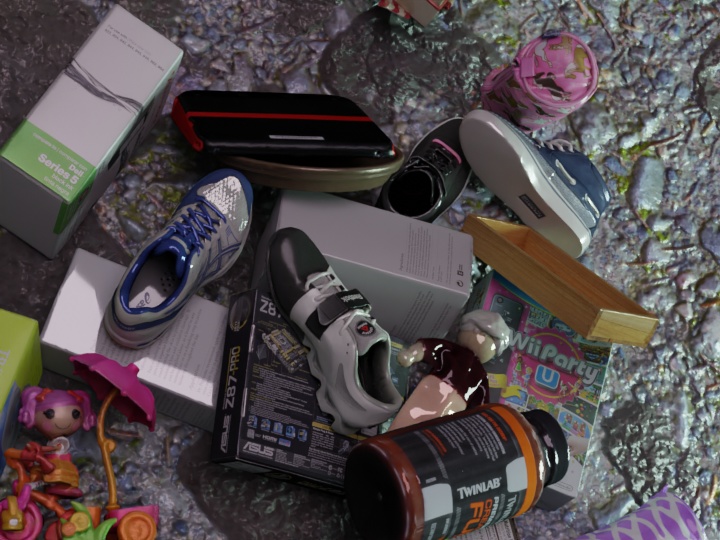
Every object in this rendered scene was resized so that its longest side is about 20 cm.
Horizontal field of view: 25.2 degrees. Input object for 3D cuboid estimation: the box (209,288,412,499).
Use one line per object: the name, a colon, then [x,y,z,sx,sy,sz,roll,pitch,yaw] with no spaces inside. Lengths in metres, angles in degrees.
box: [-0.042,0.121,1.515,0.199,0.049,0.163,20,69,-37]

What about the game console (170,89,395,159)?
game console: [-0.081,-0.141,1.599,0.198,0.177,0.031,0,113,-17]

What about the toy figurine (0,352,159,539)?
toy figurine: [-0.249,0.165,1.416,0.198,0.150,0.186,3,72,-19]

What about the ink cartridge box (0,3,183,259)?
ink cartridge box: [-0.263,-0.131,1.538,0.084,0.146,0.201,34,64,-2]

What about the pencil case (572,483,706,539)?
pencil case: [0.242,0.284,1.575,0.199,0.084,0.086,-18,52,-24]

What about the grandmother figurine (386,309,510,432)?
grandmother figurine: [0.079,0.114,1.538,0.122,0.060,0.200,51,60,-25]

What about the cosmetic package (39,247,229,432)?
cosmetic package: [-0.196,0.070,1.521,0.199,0.071,0.102,23,64,-8]

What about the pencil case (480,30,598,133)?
pencil case: [0.182,-0.191,1.676,0.083,0.200,0.087,-36,91,-8]

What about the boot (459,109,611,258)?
boot: [0.185,-0.112,1.699,0.200,0.072,0.091,50,54,-24]

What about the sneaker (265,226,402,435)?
sneaker: [-0.016,0.047,1.470,0.074,0.088,0.201,-29,95,-41]

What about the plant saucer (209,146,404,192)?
plant saucer: [-0.056,-0.111,1.593,0.198,0.200,0.030,1,106,-17]

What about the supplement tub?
supplement tub: [0.091,0.180,1.443,0.199,0.107,0.108,-13,73,-32]

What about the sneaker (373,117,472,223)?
sneaker: [0.075,-0.097,1.659,0.070,0.099,0.200,36,62,1]

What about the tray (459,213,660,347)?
tray: [0.194,0.010,1.607,0.098,0.037,0.200,10,22,-44]

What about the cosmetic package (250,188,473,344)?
cosmetic package: [0.000,0.000,1.584,0.198,0.108,0.085,17,49,-11]

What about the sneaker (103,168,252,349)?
sneaker: [-0.157,-0.016,1.470,0.075,0.088,0.201,33,69,-1]

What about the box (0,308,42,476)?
box: [-0.336,0.147,1.416,0.047,0.122,0.201,18,64,-1]

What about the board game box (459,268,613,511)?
board game box: [0.163,0.119,1.622,0.146,0.064,0.201,22,63,-8]

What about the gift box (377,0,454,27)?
gift box: [0.062,-0.387,1.717,0.184,0.187,0.200,43,48,0]

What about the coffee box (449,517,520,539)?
coffee box: [0.043,0.292,1.488,0.198,0.114,0.080,-8,72,-21]
